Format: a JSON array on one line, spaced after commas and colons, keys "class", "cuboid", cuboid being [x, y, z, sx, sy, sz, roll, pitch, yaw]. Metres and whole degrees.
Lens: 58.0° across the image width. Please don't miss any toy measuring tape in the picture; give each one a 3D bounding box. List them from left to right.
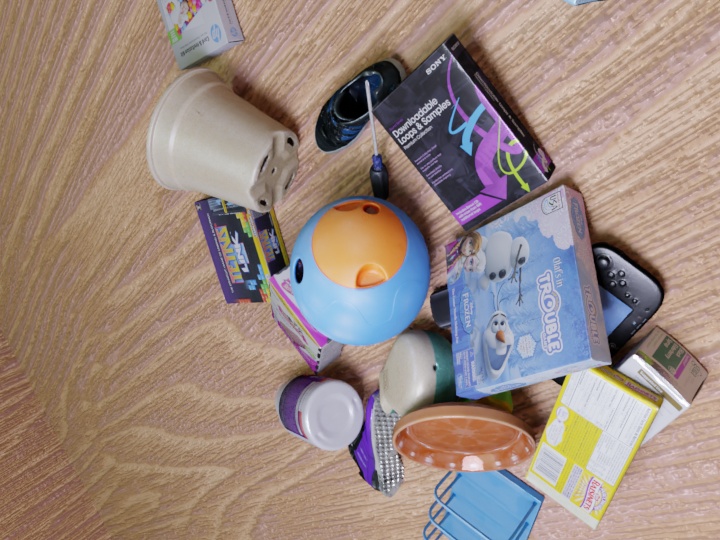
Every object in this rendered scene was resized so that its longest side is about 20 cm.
[{"class": "toy measuring tape", "cuboid": [0.189, 0.162, 0.885, 0.074, 0.073, 0.202, 44, 144, 17]}]

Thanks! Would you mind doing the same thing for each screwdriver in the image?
[{"class": "screwdriver", "cuboid": [0.019, -0.166, 0.872, 0.027, 0.030, 0.202, 10, 148, 16]}]

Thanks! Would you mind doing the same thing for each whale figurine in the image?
[{"class": "whale figurine", "cuboid": [0.087, 0.167, 0.985, 0.200, 0.101, 0.164, 129, 142, -64]}]

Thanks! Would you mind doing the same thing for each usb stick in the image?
[{"class": "usb stick", "cuboid": [0.170, 0.032, 0.877, 0.198, 0.032, 0.057, -25, 79, 47]}]

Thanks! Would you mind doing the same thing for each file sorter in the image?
[{"class": "file sorter", "cuboid": [0.171, 0.408, 0.994, 0.137, 0.122, 0.205, 29, 127, 29]}]

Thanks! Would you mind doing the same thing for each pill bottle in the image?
[{"class": "pill bottle", "cuboid": [-0.082, 0.241, 1.137, 0.199, 0.110, 0.114, -8, 106, 64]}]

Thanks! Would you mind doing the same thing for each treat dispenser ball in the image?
[{"class": "treat dispenser ball", "cuboid": [0.000, 0.000, 0.901, 0.197, 0.199, 0.206, 20, 123, 34]}]

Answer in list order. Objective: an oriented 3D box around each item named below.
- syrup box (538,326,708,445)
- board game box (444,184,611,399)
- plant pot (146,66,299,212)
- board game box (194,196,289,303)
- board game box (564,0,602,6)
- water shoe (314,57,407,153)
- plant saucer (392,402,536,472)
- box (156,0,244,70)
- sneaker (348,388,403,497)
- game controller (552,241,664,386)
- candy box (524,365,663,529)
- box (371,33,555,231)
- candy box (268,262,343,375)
[{"class": "syrup box", "cuboid": [0.310, 0.169, 0.779, 0.081, 0.078, 0.202, 43, 133, 19]}, {"class": "board game box", "cuboid": [0.188, 0.032, 0.780, 0.197, 0.043, 0.206, -28, 56, 46]}, {"class": "plant pot", "cuboid": [-0.202, -0.188, 1.026, 0.180, 0.200, 0.204, 26, 127, 18]}, {"class": "board game box", "cuboid": [-0.210, -0.044, 1.183, 0.162, 0.056, 0.205, -5, 106, 43]}, {"class": "board game box", "cuboid": [0.169, -0.357, 0.639, 0.199, 0.104, 0.105, 39, 131, 22]}, {"class": "water shoe", "cuboid": [-0.020, -0.225, 0.899, 0.199, 0.078, 0.073, -34, 86, 46]}, {"class": "plant saucer", "cuboid": [0.141, 0.229, 0.895, 0.194, 0.033, 0.202, 4, 145, 3]}, {"class": "box", "cuboid": [-0.276, -0.452, 1.060, 0.153, 0.041, 0.205, -5, 107, 44]}, {"class": "sneaker", "cuboid": [0.015, 0.291, 1.122, 0.098, 0.069, 0.206, 16, 119, 40]}, {"class": "game controller", "cuboid": [0.273, 0.060, 0.788, 0.104, 0.042, 0.202, 44, 134, 19]}, {"class": "candy box", "cuboid": [0.266, 0.201, 0.759, 0.101, 0.026, 0.204, 30, 128, 29]}, {"class": "box", "cuboid": [0.121, -0.160, 0.793, 0.201, 0.036, 0.142, 50, 137, -8]}, {"class": "candy box", "cuboid": [-0.088, 0.082, 1.066, 0.137, 0.060, 0.201, 50, 162, 13]}]
